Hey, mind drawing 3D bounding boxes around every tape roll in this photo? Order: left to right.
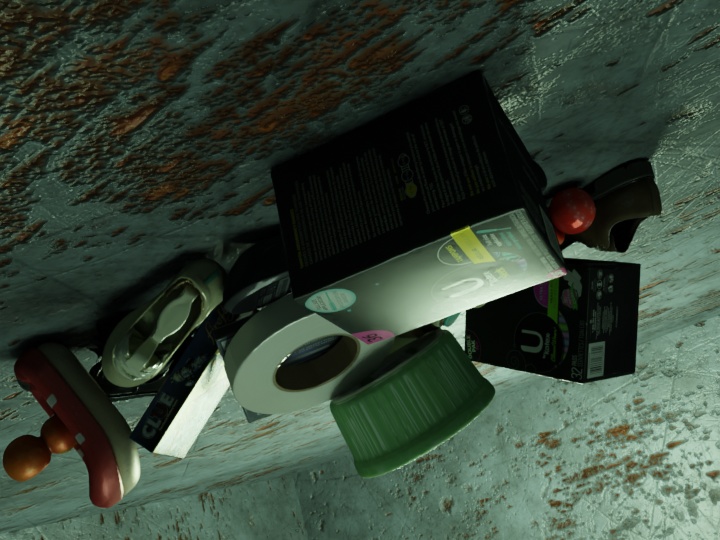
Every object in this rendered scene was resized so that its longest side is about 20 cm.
[{"bbox_3d":[-0.055,0.091,0.985,0.201,0.037,0.204,-20,146,-14],"label":"tape roll"}]

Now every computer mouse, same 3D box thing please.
[{"bbox_3d":[-0.060,-0.016,0.907,0.198,0.053,0.139,-23,168,-22],"label":"computer mouse"}]

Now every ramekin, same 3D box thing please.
[{"bbox_3d":[0.058,0.158,1.077,0.199,0.098,0.200,-32,-179,0],"label":"ramekin"}]

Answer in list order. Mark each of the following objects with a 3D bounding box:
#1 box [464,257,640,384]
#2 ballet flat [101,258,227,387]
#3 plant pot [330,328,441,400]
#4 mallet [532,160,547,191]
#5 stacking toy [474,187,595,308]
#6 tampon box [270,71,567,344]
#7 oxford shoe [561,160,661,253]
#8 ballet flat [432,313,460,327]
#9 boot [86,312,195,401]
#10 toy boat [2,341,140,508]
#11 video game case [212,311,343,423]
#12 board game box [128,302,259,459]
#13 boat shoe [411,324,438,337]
[{"bbox_3d":[0.250,0.057,1.160,0.123,0.151,0.199,-2,-174,-41],"label":"box"},{"bbox_3d":[-0.213,0.065,0.905,0.200,0.070,0.069,-47,153,22],"label":"ballet flat"},{"bbox_3d":[0.055,0.127,1.298,0.198,0.201,0.136,-9,127,-25],"label":"plant pot"},{"bbox_3d":[0.094,-0.082,0.867,0.198,0.042,0.066,-2,156,-31],"label":"mallet"},{"bbox_3d":[0.194,-0.036,1.060,0.199,0.086,0.085,-35,157,32],"label":"stacking toy"},{"bbox_3d":[0.050,-0.041,0.742,0.198,0.128,0.150,-22,152,19],"label":"tampon box"},{"bbox_3d":[0.285,-0.052,1.073,0.072,0.085,0.200,-9,164,-32],"label":"oxford shoe"},{"bbox_3d":[0.129,-0.026,1.003,0.201,0.062,0.067,-54,159,11],"label":"ballet flat"},{"bbox_3d":[-0.237,0.097,1.067,0.196,0.074,0.163,-9,157,-31],"label":"boot"},{"bbox_3d":[-0.345,0.191,0.996,0.130,0.200,0.131,-38,173,-25],"label":"toy boat"},{"bbox_3d":[-0.087,0.104,1.033,0.141,0.019,0.201,-21,146,-10],"label":"video game case"},{"bbox_3d":[-0.186,0.125,1.036,0.201,0.034,0.136,-59,169,-12],"label":"board game box"},{"bbox_3d":[0.092,0.040,1.146,0.070,0.071,0.200,-37,-175,6],"label":"boat shoe"}]
